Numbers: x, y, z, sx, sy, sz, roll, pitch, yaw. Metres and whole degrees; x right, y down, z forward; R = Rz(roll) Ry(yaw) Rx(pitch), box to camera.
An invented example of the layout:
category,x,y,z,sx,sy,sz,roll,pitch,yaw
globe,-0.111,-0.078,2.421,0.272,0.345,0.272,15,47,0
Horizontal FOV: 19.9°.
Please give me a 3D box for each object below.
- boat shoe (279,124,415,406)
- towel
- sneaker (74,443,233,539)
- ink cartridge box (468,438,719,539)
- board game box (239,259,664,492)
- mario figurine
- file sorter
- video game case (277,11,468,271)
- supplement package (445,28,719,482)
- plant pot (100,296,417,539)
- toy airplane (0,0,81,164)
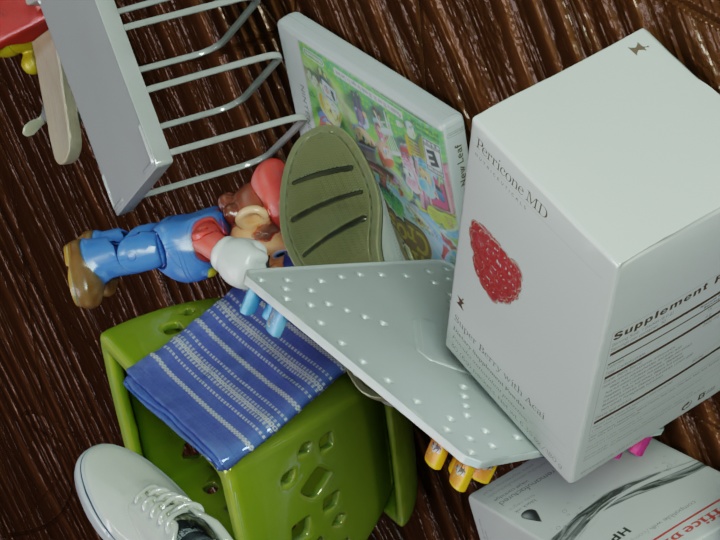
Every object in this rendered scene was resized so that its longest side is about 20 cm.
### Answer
category,x,y,z,sx,sy,sz,roll,pitch,yaw
boat shoe,0.000,0.000,1.391,0.068,0.075,0.200,33,-141,-66
towel,-0.064,0.048,1.486,0.145,0.200,0.024,36,162,47
sneaker,-0.136,0.191,1.517,0.200,0.073,0.071,43,143,21
ink cartridge box,0.172,0.167,1.226,0.200,0.116,0.067,25,137,55
board game box,0.055,0.058,1.235,0.200,0.200,0.026,38,115,32
mario figurine,-0.107,-0.005,1.483,0.124,0.200,0.106,-92,-16,-45
file sorter,-0.140,-0.165,1.466,0.200,0.124,0.139,69,158,6
video game case,0.017,-0.065,1.413,0.200,0.022,0.182,37,147,45
supplement package,0.132,-0.005,1.104,0.121,0.120,0.200,49,154,29
plant pot,-0.069,0.128,1.610,0.200,0.181,0.199,41,150,40
toy airplane,-0.270,-0.220,1.739,0.199,0.141,0.200,38,113,25
